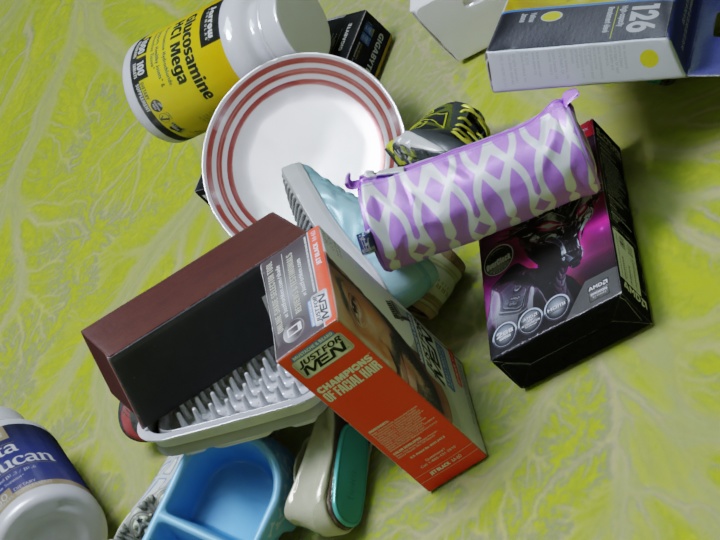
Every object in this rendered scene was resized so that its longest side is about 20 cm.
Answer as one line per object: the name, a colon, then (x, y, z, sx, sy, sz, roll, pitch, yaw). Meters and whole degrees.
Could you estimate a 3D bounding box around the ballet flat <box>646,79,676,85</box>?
ballet flat: (0.219, -0.211, 1.584, 0.075, 0.068, 0.199, -36, 37, -21)

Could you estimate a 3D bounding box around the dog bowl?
dog bowl: (-0.123, 0.220, 1.502, 0.111, 0.050, 0.201, 21, 75, 18)

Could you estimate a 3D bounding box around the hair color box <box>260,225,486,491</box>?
hair color box: (0.011, 0.070, 1.420, 0.064, 0.200, 0.111, -34, 39, 18)

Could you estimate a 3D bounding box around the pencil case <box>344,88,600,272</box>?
pencil case: (0.088, -0.069, 1.436, 0.198, 0.086, 0.084, -20, 13, 3)

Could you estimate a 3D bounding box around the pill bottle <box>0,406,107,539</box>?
pill bottle: (-0.318, 0.207, 1.714, 0.111, 0.111, 0.200, -49, 36, -1)

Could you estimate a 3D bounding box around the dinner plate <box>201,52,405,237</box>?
dinner plate: (-0.051, -0.104, 1.716, 0.198, 0.024, 0.202, -2, 80, 11)

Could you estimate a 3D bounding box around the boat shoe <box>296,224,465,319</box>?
boat shoe: (0.000, 0.000, 1.602, 0.199, 0.073, 0.063, 6, 62, 46)

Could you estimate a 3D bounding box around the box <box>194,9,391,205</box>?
box: (-0.066, -0.157, 1.835, 0.159, 0.049, 0.201, -9, 52, 45)

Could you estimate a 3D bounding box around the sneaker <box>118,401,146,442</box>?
sneaker: (-0.145, 0.086, 1.665, 0.200, 0.071, 0.098, -44, 18, 6)

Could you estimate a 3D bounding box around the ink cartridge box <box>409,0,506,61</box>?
ink cartridge box: (0.128, -0.315, 1.744, 0.146, 0.083, 0.201, -24, 42, 30)

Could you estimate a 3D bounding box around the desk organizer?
desk organizer: (-0.123, 0.036, 1.511, 0.199, 0.072, 0.077, -32, 28, -17)

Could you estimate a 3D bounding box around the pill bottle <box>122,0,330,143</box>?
pill bottle: (-0.131, -0.209, 1.813, 0.199, 0.112, 0.113, -21, 44, 34)

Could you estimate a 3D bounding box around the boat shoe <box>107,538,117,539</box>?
boat shoe: (-0.262, 0.292, 1.568, 0.202, 0.064, 0.075, -49, 46, 44)

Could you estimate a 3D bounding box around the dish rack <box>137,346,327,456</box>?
dish rack: (-0.092, 0.081, 1.531, 0.170, 0.044, 0.201, -15, 29, 12)

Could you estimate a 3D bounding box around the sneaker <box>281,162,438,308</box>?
sneaker: (0.001, -0.031, 1.546, 0.081, 0.074, 0.200, -24, 48, -14)

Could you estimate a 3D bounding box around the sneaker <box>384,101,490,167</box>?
sneaker: (0.075, -0.112, 1.585, 0.085, 0.075, 0.200, -42, 12, -3)

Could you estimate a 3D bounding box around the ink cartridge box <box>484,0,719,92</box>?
ink cartridge box: (0.214, -0.209, 1.478, 0.198, 0.047, 0.198, -4, 30, 18)

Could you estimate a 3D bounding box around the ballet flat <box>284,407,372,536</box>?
ballet flat: (-0.018, 0.125, 1.515, 0.069, 0.069, 0.201, -12, 49, 39)

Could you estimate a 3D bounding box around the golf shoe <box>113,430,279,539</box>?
golf shoe: (-0.149, 0.193, 1.605, 0.200, 0.078, 0.097, -49, 16, -5)

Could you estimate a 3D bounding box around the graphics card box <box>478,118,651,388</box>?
graphics card box: (0.158, -0.016, 1.472, 0.125, 0.051, 0.201, -28, 42, 26)
